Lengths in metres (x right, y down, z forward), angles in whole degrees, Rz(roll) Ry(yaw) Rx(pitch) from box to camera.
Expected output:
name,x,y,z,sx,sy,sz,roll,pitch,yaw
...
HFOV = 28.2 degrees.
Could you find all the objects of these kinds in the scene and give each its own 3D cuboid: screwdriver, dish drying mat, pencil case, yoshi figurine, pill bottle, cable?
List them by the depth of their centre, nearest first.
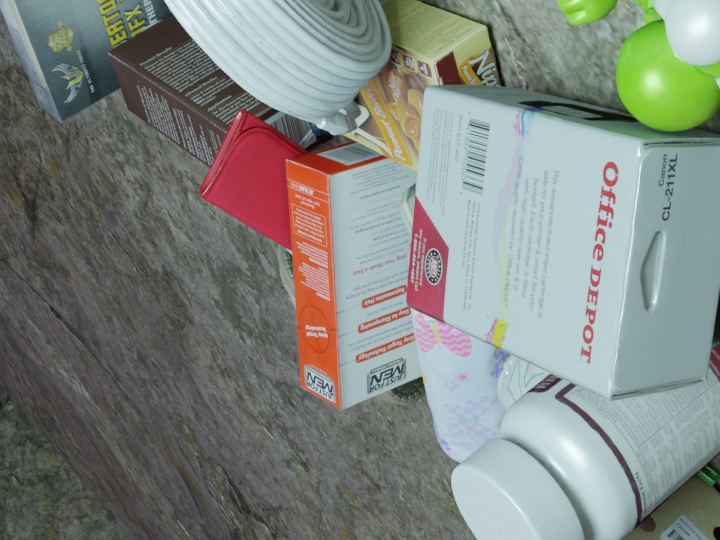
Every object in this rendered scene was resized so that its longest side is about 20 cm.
name,x,y,z,sx,sy,sz,roll,pitch,yaw
yoshi figurine,0.144,-0.152,0.748,0.201,0.112,0.112,55,171,-4
cable,-0.064,-0.189,0.919,0.201,0.069,0.200,60,-158,13
pill bottle,0.160,0.107,0.925,0.110,0.199,0.110,43,155,26
screwdriver,-0.034,-0.108,1.131,0.029,0.028,0.200,24,167,-4
dish drying mat,-0.043,-0.052,1.159,0.018,0.077,0.199,21,173,46
pencil case,0.093,0.069,1.165,0.084,0.090,0.201,-86,-11,-47

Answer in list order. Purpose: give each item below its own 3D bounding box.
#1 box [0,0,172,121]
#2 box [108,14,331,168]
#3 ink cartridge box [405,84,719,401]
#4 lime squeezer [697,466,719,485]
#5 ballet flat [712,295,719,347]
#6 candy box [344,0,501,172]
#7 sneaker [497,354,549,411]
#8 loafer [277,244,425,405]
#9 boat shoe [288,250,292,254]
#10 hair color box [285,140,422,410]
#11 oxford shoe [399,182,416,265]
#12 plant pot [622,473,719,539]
name,x,y,z,sx,sy,sz,roll,pitch,yaw
box,-0.250,-0.261,1.307,0.048,0.158,0.201,33,148,42
box,-0.127,-0.156,1.277,0.200,0.100,0.075,37,151,39
ink cartridge box,0.120,-0.024,0.860,0.200,0.082,0.147,25,114,53
lime squeezer,0.192,0.072,1.046,0.070,0.038,0.201,-21,103,35
ballet flat,0.161,-0.028,0.924,0.200,0.068,0.069,39,139,35
candy box,0.023,-0.142,1.052,0.200,0.055,0.116,30,147,46
sneaker,0.130,0.069,1.016,0.080,0.070,0.202,15,121,44
loafer,-0.016,0.050,1.364,0.201,0.075,0.068,54,151,2
boat shoe,-0.016,-0.020,1.286,0.200,0.071,0.068,50,159,33
hair color box,0.000,0.000,1.162,0.061,0.101,0.202,23,123,47
oxford shoe,0.069,-0.032,1.048,0.075,0.058,0.200,37,-167,-9
plant pot,0.208,0.258,1.064,0.200,0.199,0.178,47,146,19
